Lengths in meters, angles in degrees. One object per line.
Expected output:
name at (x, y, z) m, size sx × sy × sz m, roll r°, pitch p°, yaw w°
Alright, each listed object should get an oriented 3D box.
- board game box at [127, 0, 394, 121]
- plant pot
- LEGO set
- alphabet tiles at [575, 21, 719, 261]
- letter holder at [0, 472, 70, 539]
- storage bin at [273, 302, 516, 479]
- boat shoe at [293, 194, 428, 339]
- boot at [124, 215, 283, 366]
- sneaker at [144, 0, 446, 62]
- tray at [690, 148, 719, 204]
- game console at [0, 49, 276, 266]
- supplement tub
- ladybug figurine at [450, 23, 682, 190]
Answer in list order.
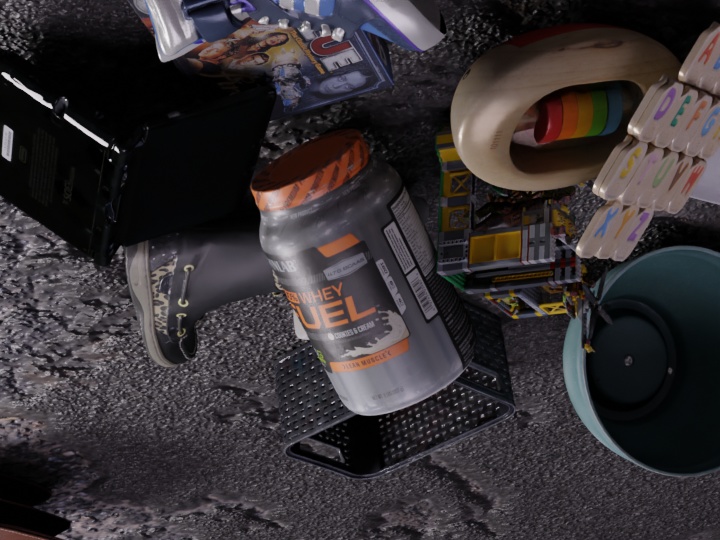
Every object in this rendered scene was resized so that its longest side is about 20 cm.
board game box at (-0.069, -0.173, 1.460) m, size 0.134 × 0.035 × 0.200 m, roll -15°, pitch 151°, yaw 12°
plant pot at (0.263, 0.081, 1.890) m, size 0.198 × 0.203 × 0.134 m, roll 2°, pitch 178°, yaw -19°
LEGO set at (0.144, -0.039, 1.644) m, size 0.115 × 0.155 × 0.200 m, roll -7°, pitch 151°, yaw 28°
alphabet tiles at (0.231, -0.091, 1.563) m, size 0.197 × 0.015 × 0.200 m, roll -60°, pitch 158°, yaw 11°
letter holder at (-0.381, 0.247, 2.094) m, size 0.142 × 0.101 × 0.199 m, roll -30°, pitch 145°, yaw 32°
storage bin at (0.030, 0.108, 1.953) m, size 0.199 × 0.095 × 0.135 m, roll -28°, pitch 146°, yaw 31°
boat shoe at (-0.001, -0.005, 1.768) m, size 0.068 × 0.072 × 0.201 m, roll 7°, pitch 139°, yaw -21°
boot at (-0.111, 0.016, 1.753) m, size 0.152 × 0.074 × 0.204 m, roll -4°, pitch 149°, yaw 3°
sneaker at (-0.061, -0.173, 1.333) m, size 0.200 × 0.081 × 0.146 m, roll 39°, pitch 112°, yaw -17°
tray at (0.285, -0.098, 1.712) m, size 0.199 × 0.022 × 0.107 m, roll 12°, pitch 147°, yaw -33°
game console at (-0.175, -0.098, 1.544) m, size 0.175 × 0.117 × 0.200 m, roll 34°, pitch 153°, yaw 5°
supplement tub at (0.000, 0.000, 1.626) m, size 0.122 × 0.123 × 0.201 m, roll -20°, pitch 109°, yaw 22°
ladybug figurine at (0.150, -0.127, 1.541) m, size 0.198 × 0.072 × 0.137 m, roll -6°, pitch 133°, yaw -27°
